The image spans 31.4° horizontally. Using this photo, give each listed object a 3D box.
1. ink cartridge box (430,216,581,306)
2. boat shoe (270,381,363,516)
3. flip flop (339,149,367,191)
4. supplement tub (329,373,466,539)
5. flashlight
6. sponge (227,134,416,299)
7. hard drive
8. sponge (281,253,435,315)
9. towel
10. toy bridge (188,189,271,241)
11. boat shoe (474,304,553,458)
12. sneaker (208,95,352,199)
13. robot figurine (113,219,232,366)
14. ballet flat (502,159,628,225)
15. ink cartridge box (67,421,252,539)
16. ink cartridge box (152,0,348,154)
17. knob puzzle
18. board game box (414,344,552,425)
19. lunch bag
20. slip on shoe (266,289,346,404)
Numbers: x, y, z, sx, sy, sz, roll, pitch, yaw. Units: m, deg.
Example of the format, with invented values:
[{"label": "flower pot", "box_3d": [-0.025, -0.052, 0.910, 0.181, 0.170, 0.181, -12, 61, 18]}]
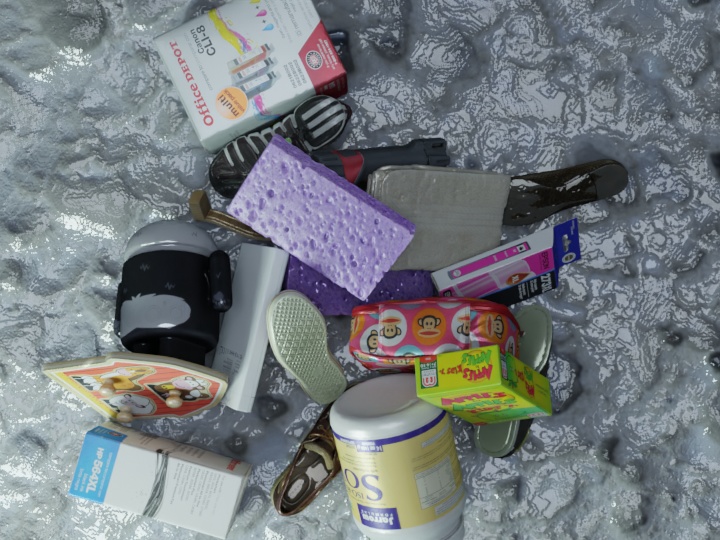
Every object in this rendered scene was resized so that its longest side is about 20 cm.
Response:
[{"label": "ink cartridge box", "box_3d": [0.191, 0.004, 1.624, 0.200, 0.095, 0.037, -23, 54, -3]}, {"label": "boat shoe", "box_3d": [-0.043, 0.230, 1.623, 0.072, 0.072, 0.200, 40, 87, 0]}, {"label": "flip flop", "box_3d": [-0.005, -0.056, 1.639, 0.081, 0.058, 0.201, -4, 89, -1]}, {"label": "supplement tub", "box_3d": [0.050, 0.243, 1.572, 0.145, 0.145, 0.200, -13, 107, -1]}, {"label": "flashlight", "box_3d": [0.019, -0.122, 1.596, 0.200, 0.068, 0.068, -7, 80, -37]}, {"label": "sponge", "box_3d": [-0.047, -0.061, 1.511, 0.200, 0.030, 0.112, 33, 118, -5]}, {"label": "hard drive", "box_3d": [-0.143, 0.068, 1.598, 0.027, 0.132, 0.200, 14, 88, -23]}, {"label": "sponge", "box_3d": [0.000, 0.000, 1.610, 0.200, 0.030, 0.112, 0, 102, -20]}, {"label": "towel", "box_3d": [0.092, -0.063, 1.594, 0.200, 0.034, 0.133, 2, 105, -27]}, {"label": "toy bridge", "box_3d": [-0.116, -0.068, 1.630, 0.200, 0.067, 0.027, 3, 45, 15]}, {"label": "boat shoe", "box_3d": [0.201, 0.143, 1.639, 0.072, 0.061, 0.202, 19, 86, 28]}, {"label": "sneaker", "box_3d": [-0.090, -0.154, 1.624, 0.200, 0.115, 0.076, -27, 91, 20]}, {"label": "robot figurine", "box_3d": [-0.234, 0.036, 1.587, 0.150, 0.125, 0.200, 0, 69, -6]}, {"label": "ballet flat", "box_3d": [0.247, -0.105, 1.656, 0.200, 0.046, 0.068, -15, 110, 4]}, {"label": "ink cartridge box", "box_3d": [-0.242, 0.257, 1.582, 0.200, 0.146, 0.084, 17, 87, 0]}, {"label": "ink cartridge box", "box_3d": [-0.135, -0.254, 1.598, 0.200, 0.145, 0.146, -26, 89, -1]}, {"label": "knob puzzle", "box_3d": [-0.255, 0.149, 1.549, 0.219, 0.220, 0.031, 2, 62, -1]}, {"label": "board game box", "box_3d": [0.149, 0.139, 1.515, 0.101, 0.200, 0.048, -11, 70, 22]}, {"label": "lunch bag", "box_3d": [0.098, 0.091, 1.580, 0.200, 0.176, 0.082, -1, 74, 18]}, {"label": "slip on shoe", "box_3d": [-0.073, 0.090, 1.579, 0.074, 0.200, 0.061, -34, 49, -8]}]
